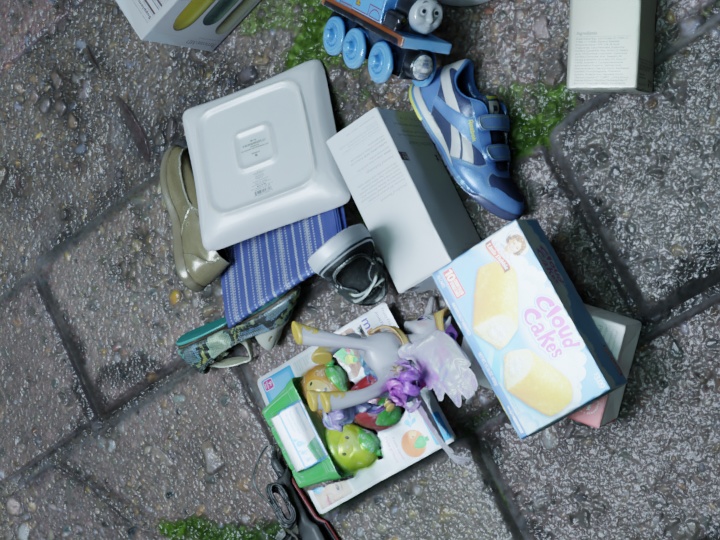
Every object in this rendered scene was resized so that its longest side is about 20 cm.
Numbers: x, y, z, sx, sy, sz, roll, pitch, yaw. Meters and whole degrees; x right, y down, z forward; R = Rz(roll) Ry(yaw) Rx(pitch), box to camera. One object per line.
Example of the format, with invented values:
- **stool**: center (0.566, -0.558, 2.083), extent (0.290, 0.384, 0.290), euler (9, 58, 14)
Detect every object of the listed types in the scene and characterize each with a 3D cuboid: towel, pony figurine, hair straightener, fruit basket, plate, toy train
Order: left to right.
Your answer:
- **plate**: center (-0.123, -0.144, 1.511), extent (0.199, 0.032, 0.201), euler (-18, 68, 16)
- **towel**: center (-0.096, -0.033, 1.524), extent (0.200, 0.024, 0.145), euler (-32, 50, 28)
- **hair straightener**: center (-0.076, 0.305, 1.532), extent (0.041, 0.077, 0.201), euler (-35, 76, 28)
- **fruit basket**: center (-0.012, 0.166, 1.482), extent (0.200, 0.094, 0.186), euler (-32, 77, 23)
- **toy train**: center (0.026, -0.282, 1.408), extent (0.200, 0.086, 0.115), euler (40, 124, 50)
- **pony figurine**: center (0.042, 0.115, 1.380), extent (0.167, 0.199, 0.193), euler (100, 153, -46)

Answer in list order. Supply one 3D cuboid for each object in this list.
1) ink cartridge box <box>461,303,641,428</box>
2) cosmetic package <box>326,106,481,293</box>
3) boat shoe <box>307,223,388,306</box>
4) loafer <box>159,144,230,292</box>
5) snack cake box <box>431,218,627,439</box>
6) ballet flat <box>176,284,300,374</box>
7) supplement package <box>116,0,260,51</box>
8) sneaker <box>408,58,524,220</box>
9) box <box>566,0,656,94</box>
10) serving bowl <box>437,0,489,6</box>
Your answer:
- **ink cartridge box**: center (0.195, 0.084, 1.373), extent (0.199, 0.067, 0.117), euler (18, 101, 28)
- **cosmetic package**: center (0.055, -0.079, 1.419), extent (0.081, 0.113, 0.201), euler (-33, 78, 27)
- **boat shoe**: center (0.000, 0.000, 1.372), extent (0.072, 0.200, 0.071), euler (-36, 79, 7)
- **loafer**: center (-0.203, -0.072, 1.579), extent (0.067, 0.076, 0.201), euler (-18, 71, 16)
- **snack cake box**: center (0.177, 0.060, 1.306), extent (0.115, 0.067, 0.201), euler (-34, 76, 25)
- **ballet flat**: center (-0.141, 0.077, 1.573), extent (0.199, 0.074, 0.075), euler (-25, 81, 30)
- **supplement package**: center (-0.197, -0.395, 1.518), extent (0.200, 0.152, 0.151), euler (-40, 74, 25)
- **sneaker**: center (0.133, -0.148, 1.394), extent (0.082, 0.074, 0.201), euler (-36, 77, 24)
- **box**: center (0.267, -0.288, 1.312), extent (0.082, 0.068, 0.201), euler (6, 95, 28)
- **serving bowl**: center (0.109, -0.403, 1.396), extent (0.199, 0.066, 0.201), euler (1, 93, 29)
